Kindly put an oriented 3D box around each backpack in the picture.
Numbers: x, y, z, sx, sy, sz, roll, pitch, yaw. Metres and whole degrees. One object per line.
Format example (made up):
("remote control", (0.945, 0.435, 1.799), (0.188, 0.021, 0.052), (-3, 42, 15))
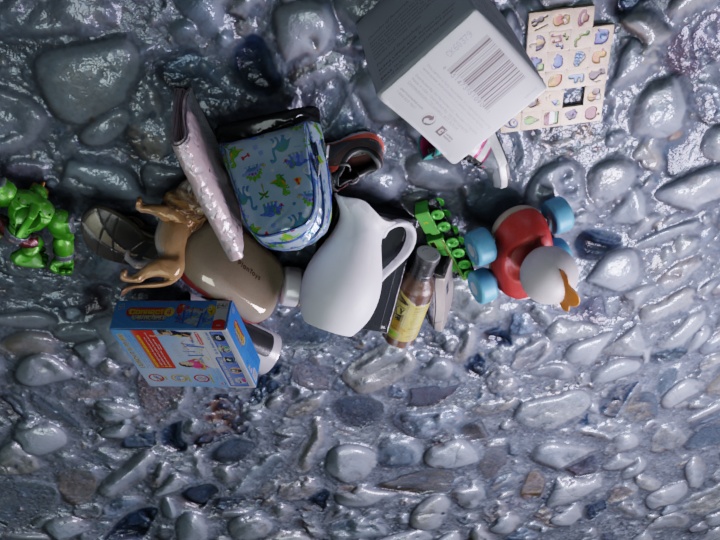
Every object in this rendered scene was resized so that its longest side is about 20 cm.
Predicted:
("backpack", (-0.117, -0.126, 1.277), (0.162, 0.154, 0.201), (-11, 102, 2))

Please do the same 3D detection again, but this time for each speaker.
("speaker", (-0.241, 0.111, 1.556), (0.200, 0.081, 0.081), (30, 120, -30))

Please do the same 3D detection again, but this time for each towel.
("towel", (-0.215, -0.142, 1.254), (0.032, 0.191, 0.201), (-19, 127, 5))

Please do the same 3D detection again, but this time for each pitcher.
("pitcher", (0.000, 0.000, 1.361), (0.171, 0.121, 0.201), (18, 92, -36))

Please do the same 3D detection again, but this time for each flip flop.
("flip flop", (-0.364, -0.052, 1.411), (0.081, 0.058, 0.200), (-43, 140, 19))

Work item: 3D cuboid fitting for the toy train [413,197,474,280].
("toy train", (0.146, -0.049, 1.514), (0.056, 0.042, 0.200), (-14, 136, 21))

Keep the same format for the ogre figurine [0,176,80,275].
("ogre figurine", (-0.511, -0.070, 1.332), (0.200, 0.098, 0.120), (41, 122, -11))

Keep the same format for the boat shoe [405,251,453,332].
("boat shoe", (0.113, 0.033, 1.572), (0.092, 0.075, 0.200), (14, 144, 15))

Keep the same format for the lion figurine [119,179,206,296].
("lion figurine", (-0.290, -0.048, 1.341), (0.122, 0.072, 0.201), (13, 89, -14))

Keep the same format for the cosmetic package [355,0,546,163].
("cosmetic package", (0.117, -0.291, 1.189), (0.165, 0.201, 0.165), (-39, 127, 21))

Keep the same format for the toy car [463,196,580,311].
("toy car", (0.299, 0.007, 1.460), (0.184, 0.200, 0.177), (-21, 133, -11))

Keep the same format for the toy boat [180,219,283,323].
("toy boat", (-0.232, 0.004, 1.454), (0.130, 0.131, 0.200), (-12, 140, 41))

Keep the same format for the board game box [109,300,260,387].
("board game box", (-0.285, 0.124, 1.459), (0.195, 0.056, 0.200), (0, 146, 9))

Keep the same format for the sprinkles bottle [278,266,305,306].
("sprinkles bottle", (-0.042, 0.037, 1.536), (0.199, 0.068, 0.068), (7, 129, -17))

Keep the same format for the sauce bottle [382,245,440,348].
("sauce bottle", (0.087, 0.043, 1.482), (0.064, 0.065, 0.201), (5, 130, -14))

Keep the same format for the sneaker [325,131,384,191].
("sneaker", (-0.056, -0.154, 1.351), (0.199, 0.082, 0.077), (-22, 124, 6))

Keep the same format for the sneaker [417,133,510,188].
("sneaker", (0.152, -0.191, 1.359), (0.120, 0.084, 0.200), (-25, 123, 5))

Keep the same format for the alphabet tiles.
("alphabet tiles", (0.297, -0.305, 1.341), (0.166, 0.008, 0.201), (-8, 131, -4))

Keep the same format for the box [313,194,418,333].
("box", (-0.003, -0.010, 1.451), (0.140, 0.079, 0.201), (11, 105, -16))
